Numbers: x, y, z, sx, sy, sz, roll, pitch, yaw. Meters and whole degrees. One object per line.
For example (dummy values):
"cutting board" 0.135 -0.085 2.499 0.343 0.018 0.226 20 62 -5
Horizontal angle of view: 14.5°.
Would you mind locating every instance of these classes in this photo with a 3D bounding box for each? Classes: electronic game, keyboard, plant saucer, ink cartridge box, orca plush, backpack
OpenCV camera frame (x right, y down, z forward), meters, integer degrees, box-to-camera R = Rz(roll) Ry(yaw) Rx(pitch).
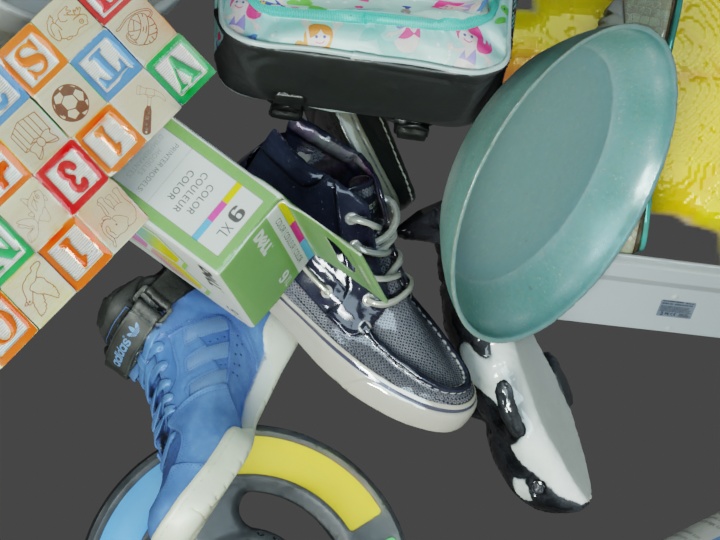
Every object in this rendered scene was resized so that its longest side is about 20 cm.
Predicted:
"electronic game" -0.066 0.189 1.649 0.200 0.042 0.200 1 86 -13
"keyboard" 0.193 0.017 1.720 0.200 0.056 0.011 7 46 -12
"plant saucer" 0.105 -0.055 1.607 0.036 0.200 0.200 31 77 30
"ink cartridge box" -0.086 -0.029 1.552 0.200 0.104 0.059 35 81 17
"orca plush" 0.064 0.059 1.673 0.071 0.105 0.200 -23 110 22
"backpack" 0.007 -0.196 1.576 0.177 0.151 0.200 7 64 -1

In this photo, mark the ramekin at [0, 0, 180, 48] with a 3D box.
"ramekin" -0.191 -0.200 1.585 0.200 0.105 0.200 13 62 -26

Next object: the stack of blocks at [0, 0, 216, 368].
"stack of blocks" -0.165 -0.052 1.449 0.115 0.059 0.200 46 64 -8

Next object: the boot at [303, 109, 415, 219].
"boot" 0.032 -0.146 1.675 0.154 0.073 0.204 -22 86 -13

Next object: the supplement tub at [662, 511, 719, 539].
"supplement tub" 0.189 0.225 1.660 0.200 0.132 0.132 -26 92 -13

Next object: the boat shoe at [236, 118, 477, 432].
"boat shoe" 0.000 0.000 1.614 0.200 0.075 0.093 39 123 6

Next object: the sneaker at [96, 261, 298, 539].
"sneaker" -0.109 0.067 1.599 0.111 0.077 0.200 29 46 -4

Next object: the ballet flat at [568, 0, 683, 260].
"ballet flat" 0.154 -0.106 1.709 0.062 0.067 0.200 9 84 -5
